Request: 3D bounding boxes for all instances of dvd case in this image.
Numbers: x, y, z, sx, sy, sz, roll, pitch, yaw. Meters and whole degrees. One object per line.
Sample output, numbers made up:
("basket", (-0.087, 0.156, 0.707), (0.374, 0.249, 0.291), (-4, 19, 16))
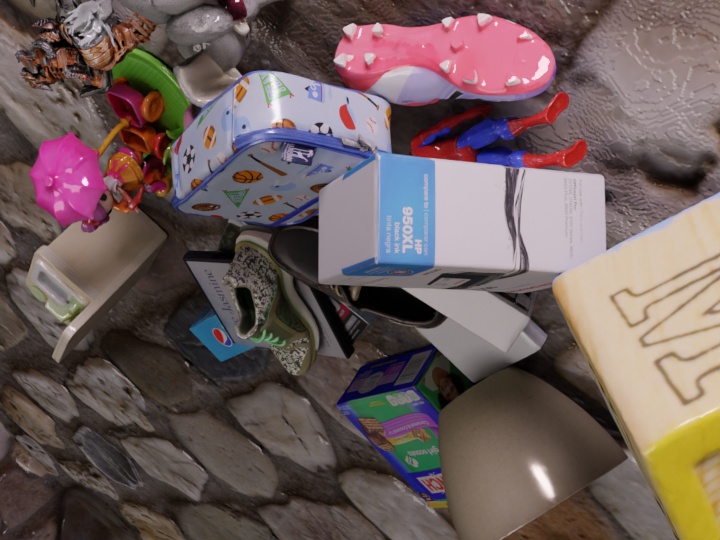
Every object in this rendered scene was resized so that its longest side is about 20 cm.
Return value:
("dvd case", (-0.111, 0.038, 1.070), (0.198, 0.018, 0.144), (3, 132, 40))

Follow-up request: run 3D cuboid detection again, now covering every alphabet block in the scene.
("alphabet block", (0.275, 0.082, 0.628), (0.194, 0.201, 0.197), (-29, 116, 10))

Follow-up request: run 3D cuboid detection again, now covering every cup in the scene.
("cup", (0.161, 0.190, 0.969), (0.144, 0.198, 0.201), (58, 150, 16))

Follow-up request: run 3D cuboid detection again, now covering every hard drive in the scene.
("hard drive", (0.088, 0.029, 0.972), (0.200, 0.027, 0.132), (44, 146, -5))

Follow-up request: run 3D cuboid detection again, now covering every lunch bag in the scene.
("lunch bag", (-0.066, -0.098, 0.793), (0.158, 0.077, 0.199), (9, 161, -36))

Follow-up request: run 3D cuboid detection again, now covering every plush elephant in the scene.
("plush elephant", (-0.132, -0.234, 0.782), (0.199, 0.154, 0.167), (-34, 62, 23))

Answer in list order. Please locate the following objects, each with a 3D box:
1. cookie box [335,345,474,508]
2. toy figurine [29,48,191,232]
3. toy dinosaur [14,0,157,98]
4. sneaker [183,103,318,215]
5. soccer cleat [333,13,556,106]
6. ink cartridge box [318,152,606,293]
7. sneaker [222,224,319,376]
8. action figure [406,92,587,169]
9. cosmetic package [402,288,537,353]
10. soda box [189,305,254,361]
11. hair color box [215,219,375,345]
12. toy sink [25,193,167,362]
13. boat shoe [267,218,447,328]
("cookie box", (0.093, 0.199, 1.123), (0.200, 0.075, 0.170), (48, 145, -14))
("toy figurine", (-0.284, -0.115, 1.021), (0.149, 0.185, 0.202), (23, 145, 22))
("toy dinosaur", (-0.276, -0.252, 0.931), (0.197, 0.102, 0.137), (-21, 113, 6))
("sneaker", (-0.091, -0.135, 0.922), (0.199, 0.079, 0.096), (34, 135, 6))
("soccer cleat", (0.070, -0.165, 0.743), (0.197, 0.068, 0.076), (10, 168, 30))
("ink cartridge box", (0.079, -0.032, 0.737), (0.197, 0.086, 0.144), (3, 173, -20))
("sneaker", (-0.108, 0.051, 0.989), (0.076, 0.089, 0.202), (10, 135, 33))
("action figure", (0.103, -0.105, 0.780), (0.199, 0.052, 0.066), (-4, 123, 52))
("cosmetic package", (0.073, -0.010, 0.867), (0.198, 0.083, 0.051), (32, 120, 1))
("soda box", (-0.151, 0.060, 1.206), (0.068, 0.064, 0.199), (47, 146, -12))
("hair color box", (-0.068, 0.001, 1.060), (0.199, 0.061, 0.099), (39, 146, 2))
("toy sink", (-0.379, 0.004, 1.240), (0.112, 0.201, 0.130), (41, 148, -5))
("boat shoe", (0.000, 0.000, 0.902), (0.197, 0.076, 0.073), (20, -175, 4))
